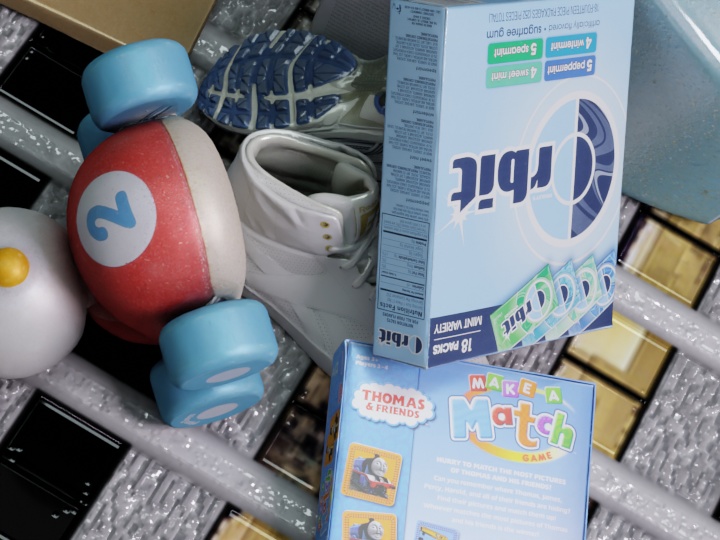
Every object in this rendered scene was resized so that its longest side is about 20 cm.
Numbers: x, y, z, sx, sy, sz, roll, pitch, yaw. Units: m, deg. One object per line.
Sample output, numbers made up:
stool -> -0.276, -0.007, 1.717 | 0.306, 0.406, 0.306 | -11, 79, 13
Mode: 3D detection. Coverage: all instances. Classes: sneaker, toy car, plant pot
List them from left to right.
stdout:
toy car -> -0.168, 0.001, 1.477 | 0.199, 0.177, 0.185 | -16, 77, -11
sneaker -> -0.004, -0.087, 1.609 | 0.199, 0.085, 0.077 | 7, 56, 26
sneaker -> 0.000, 0.000, 1.551 | 0.200, 0.116, 0.074 | 33, 54, 1
plant pot -> 0.216, -0.150, 1.671 | 0.196, 0.196, 0.200 | -38, 90, -32

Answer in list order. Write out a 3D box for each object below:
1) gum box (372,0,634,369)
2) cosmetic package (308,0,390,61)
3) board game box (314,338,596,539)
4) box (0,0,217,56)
gum box -> 0.083, -0.057, 1.527 | 0.044, 0.201, 0.170 | 14, 16, 41
cosmetic package -> 0.027, -0.183, 1.616 | 0.074, 0.200, 0.102 | 27, 57, 0
board game box -> 0.050, 0.148, 1.506 | 0.151, 0.037, 0.201 | 11, 69, -11
box -> -0.174, -0.218, 1.680 | 0.199, 0.021, 0.164 | 25, 56, -2
